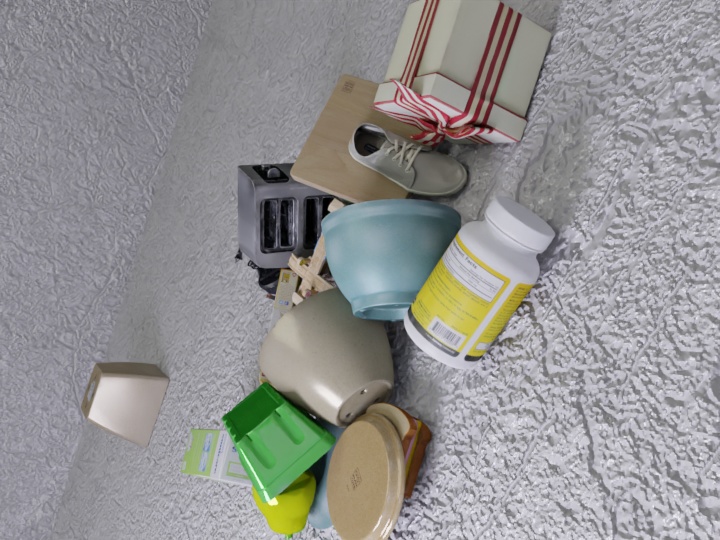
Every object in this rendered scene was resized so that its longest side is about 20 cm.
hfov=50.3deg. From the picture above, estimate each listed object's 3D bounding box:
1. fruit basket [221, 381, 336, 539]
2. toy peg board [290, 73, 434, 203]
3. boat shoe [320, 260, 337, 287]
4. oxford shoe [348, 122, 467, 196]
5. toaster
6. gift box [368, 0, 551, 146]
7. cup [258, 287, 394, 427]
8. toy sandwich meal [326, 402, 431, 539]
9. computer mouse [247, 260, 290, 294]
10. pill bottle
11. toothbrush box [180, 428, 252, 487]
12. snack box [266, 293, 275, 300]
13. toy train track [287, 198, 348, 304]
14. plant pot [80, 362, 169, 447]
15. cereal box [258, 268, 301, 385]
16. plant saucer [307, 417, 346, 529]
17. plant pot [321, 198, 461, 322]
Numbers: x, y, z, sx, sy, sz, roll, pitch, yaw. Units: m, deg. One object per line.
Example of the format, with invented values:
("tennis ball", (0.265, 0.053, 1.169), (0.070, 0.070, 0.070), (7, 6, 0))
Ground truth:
("fruit basket", (-0.113, 0.290, 1.156), (0.155, 0.216, 0.215), (-39, 25, -12))
("toy peg board", (0.024, -0.191, 1.263), (0.199, 0.098, 0.200), (22, 78, 20))
("boat shoe", (-0.066, 0.069, 1.366), (0.065, 0.071, 0.201), (-42, -28, -72))
("oxford shoe", (0.066, -0.169, 1.161), (0.075, 0.199, 0.058), (-59, -19, -14))
("toaster", (-0.135, -0.099, 1.428), (0.119, 0.180, 0.201), (-142, 51, -59))
("gift box", (0.125, -0.279, 1.093), (0.184, 0.199, 0.187), (13, 86, 67))
("cup", (-0.030, 0.146, 1.135), (0.143, 0.200, 0.201), (52, 121, 34))
("toy sandwich meal", (0.024, 0.284, 1.055), (0.205, 0.070, 0.206), (-33, 50, 50))
("computer mouse", (-0.144, -0.011, 1.533), (0.140, 0.046, 0.200), (-33, 23, -6))
("pill bottle", (0.148, 0.013, 0.947), (0.200, 0.112, 0.113), (-58, 30, 21))
("toothbrush box", (-0.213, 0.337, 1.362), (0.200, 0.145, 0.086), (-19, 56, 56))
("snack box", (-0.136, 0.035, 1.546), (0.200, 0.024, 0.072), (9, 79, 62))
("toy train track", (-0.074, -0.025, 1.263), (0.115, 0.032, 0.201), (37, 115, 29))
("plant pot", (-0.675, 0.358, 2.161), (0.200, 0.177, 0.201), (13, 84, 63))
("cereal box", (-0.141, 0.112, 1.371), (0.144, 0.039, 0.201), (98, -177, -72))
("plant saucer", (-0.064, 0.306, 1.224), (0.201, 0.039, 0.202), (-41, 39, 45))
("plant pot", (0.046, -0.004, 1.075), (0.200, 0.200, 0.135), (-24, 64, 54))
